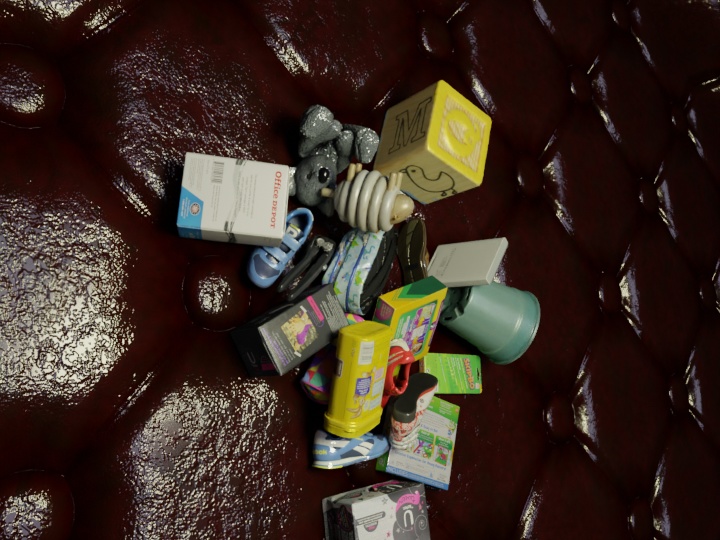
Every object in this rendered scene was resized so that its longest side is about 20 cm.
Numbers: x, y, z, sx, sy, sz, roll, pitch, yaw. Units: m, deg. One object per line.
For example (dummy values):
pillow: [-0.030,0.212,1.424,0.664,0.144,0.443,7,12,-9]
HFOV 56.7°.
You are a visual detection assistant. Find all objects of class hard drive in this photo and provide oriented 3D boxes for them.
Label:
hard drive: [0.249,-0.016,1.621,0.027,0.198,0.133,49,55,-29]

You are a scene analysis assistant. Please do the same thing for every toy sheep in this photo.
toy sheep: [0.014,-0.147,1.375,0.138,0.197,0.140,15,90,-73]

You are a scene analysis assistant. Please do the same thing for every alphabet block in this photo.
alphabet block: [0.175,-0.304,1.624,0.194,0.199,0.199,25,66,-31]

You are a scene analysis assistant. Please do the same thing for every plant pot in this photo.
plant pot: [0.305,0.104,1.658,0.194,0.200,0.203,26,65,-23]

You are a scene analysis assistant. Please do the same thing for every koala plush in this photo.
koala plush: [-0.086,-0.229,1.449,0.175,0.183,0.203,19,90,-24]

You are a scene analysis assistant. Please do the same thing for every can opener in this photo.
can opener: [-0.108,-0.004,1.384,0.063,0.079,0.201,30,43,0]

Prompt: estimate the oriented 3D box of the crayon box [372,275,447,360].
crayon box: [0.097,0.127,1.487,0.171,0.058,0.202,-18,133,-39]

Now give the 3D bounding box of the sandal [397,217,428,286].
sandal: [0.140,-0.024,1.618,0.054,0.081,0.203,1,78,-55]

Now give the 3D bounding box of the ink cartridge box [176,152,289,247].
ink cartridge box: [-0.242,-0.132,1.280,0.197,0.086,0.149,7,75,-12]

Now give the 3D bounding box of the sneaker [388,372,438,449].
sneaker: [0.115,0.313,1.484,0.201,0.066,0.109,-39,139,-60]

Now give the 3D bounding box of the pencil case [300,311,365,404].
pencil case: [-0.054,0.182,1.415,0.088,0.088,0.201,45,55,-22]

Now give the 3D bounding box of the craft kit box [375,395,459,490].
craft kit box: [0.137,0.386,1.547,0.199,0.048,0.200,27,67,-31]

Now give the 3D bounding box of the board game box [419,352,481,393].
board game box: [0.225,0.256,1.656,0.198,0.030,0.097,7,76,-35]

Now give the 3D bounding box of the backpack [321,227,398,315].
backpack: [0.000,0.000,1.451,0.151,0.164,0.202,6,59,4]

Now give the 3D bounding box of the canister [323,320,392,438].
canister: [-0.002,0.214,1.344,0.148,0.086,0.203,-11,112,-62]

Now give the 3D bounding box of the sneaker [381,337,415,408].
sneaker: [0.058,0.242,1.425,0.076,0.085,0.202,-2,124,-36]

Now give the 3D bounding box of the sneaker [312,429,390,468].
sneaker: [-0.016,0.362,1.411,0.198,0.074,0.084,-2,79,-40]

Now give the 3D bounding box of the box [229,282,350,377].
box: [-0.137,0.119,1.333,0.199,0.122,0.107,-31,100,-38]

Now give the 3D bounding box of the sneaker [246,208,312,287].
sneaker: [-0.162,-0.054,1.361,0.074,0.082,0.201,38,58,-11]

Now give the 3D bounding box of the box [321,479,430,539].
box: [0.036,0.522,1.389,0.198,0.114,0.134,-1,81,-39]
